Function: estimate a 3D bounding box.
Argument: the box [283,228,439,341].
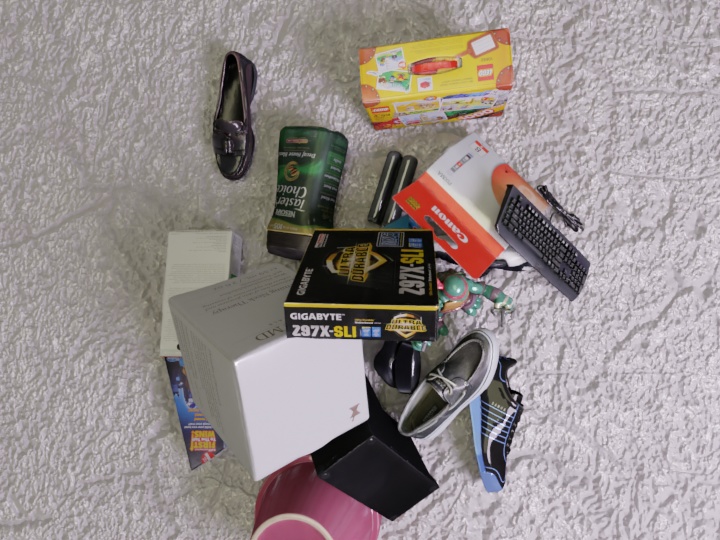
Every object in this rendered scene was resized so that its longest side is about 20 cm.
[{"bbox_3d":[0.008,0.009,0.649,0.159,0.200,0.050,2,117,5],"label":"box"}]

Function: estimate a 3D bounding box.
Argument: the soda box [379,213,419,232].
[{"bbox_3d":[0.000,0.000,0.799,0.200,0.068,0.064,-28,111,20],"label":"soda box"}]

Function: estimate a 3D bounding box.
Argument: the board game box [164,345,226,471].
[{"bbox_3d":[-0.211,0.211,0.887,0.199,0.062,0.201,-1,88,7],"label":"board game box"}]

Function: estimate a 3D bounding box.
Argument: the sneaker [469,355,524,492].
[{"bbox_3d":[0.206,0.226,0.822,0.078,0.070,0.201,-8,87,16],"label":"sneaker"}]

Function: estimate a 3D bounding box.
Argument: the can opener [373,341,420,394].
[{"bbox_3d":[0.063,0.084,0.849,0.078,0.063,0.201,1,88,29],"label":"can opener"}]

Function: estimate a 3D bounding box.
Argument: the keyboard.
[{"bbox_3d":[0.267,-0.055,0.781,0.200,0.021,0.127,36,64,-29],"label":"keyboard"}]

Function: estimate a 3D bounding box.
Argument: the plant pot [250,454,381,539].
[{"bbox_3d":[-0.075,0.380,0.809,0.199,0.179,0.201,0,90,9],"label":"plant pot"}]

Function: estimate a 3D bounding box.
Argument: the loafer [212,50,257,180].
[{"bbox_3d":[-0.208,-0.248,0.890,0.072,0.063,0.201,5,90,9],"label":"loafer"}]

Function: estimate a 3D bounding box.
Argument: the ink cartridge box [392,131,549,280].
[{"bbox_3d":[0.160,-0.099,0.779,0.162,0.200,0.050,46,136,6],"label":"ink cartridge box"}]

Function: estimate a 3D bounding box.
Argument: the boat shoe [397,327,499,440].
[{"bbox_3d":[0.125,0.169,0.794,0.072,0.071,0.200,40,108,34],"label":"boat shoe"}]

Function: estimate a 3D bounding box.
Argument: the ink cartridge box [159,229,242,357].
[{"bbox_3d":[-0.253,0.038,0.886,0.108,0.050,0.201,0,80,9],"label":"ink cartridge box"}]

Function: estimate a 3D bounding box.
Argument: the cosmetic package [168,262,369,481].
[{"bbox_3d":[-0.116,0.112,0.702,0.167,0.200,0.167,-21,119,-32],"label":"cosmetic package"}]

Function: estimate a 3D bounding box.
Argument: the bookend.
[{"bbox_3d":[-0.001,0.234,0.830,0.092,0.199,0.200,-37,40,6],"label":"bookend"}]

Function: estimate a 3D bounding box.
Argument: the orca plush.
[{"bbox_3d":[0.171,-0.010,0.829,0.199,0.105,0.071,-6,123,-2],"label":"orca plush"}]

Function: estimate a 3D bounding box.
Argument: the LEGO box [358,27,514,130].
[{"bbox_3d":[0.108,-0.268,0.799,0.199,0.149,0.078,-5,89,9],"label":"LEGO box"}]

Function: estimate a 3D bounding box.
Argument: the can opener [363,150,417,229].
[{"bbox_3d":[0.034,-0.085,0.853,0.052,0.066,0.201,21,94,21],"label":"can opener"}]

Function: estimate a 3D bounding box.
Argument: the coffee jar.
[{"bbox_3d":[-0.084,-0.115,0.855,0.104,0.085,0.201,8,91,26],"label":"coffee jar"}]

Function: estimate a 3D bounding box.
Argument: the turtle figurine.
[{"bbox_3d":[0.131,0.047,0.763,0.149,0.200,0.101,-17,79,2],"label":"turtle figurine"}]
